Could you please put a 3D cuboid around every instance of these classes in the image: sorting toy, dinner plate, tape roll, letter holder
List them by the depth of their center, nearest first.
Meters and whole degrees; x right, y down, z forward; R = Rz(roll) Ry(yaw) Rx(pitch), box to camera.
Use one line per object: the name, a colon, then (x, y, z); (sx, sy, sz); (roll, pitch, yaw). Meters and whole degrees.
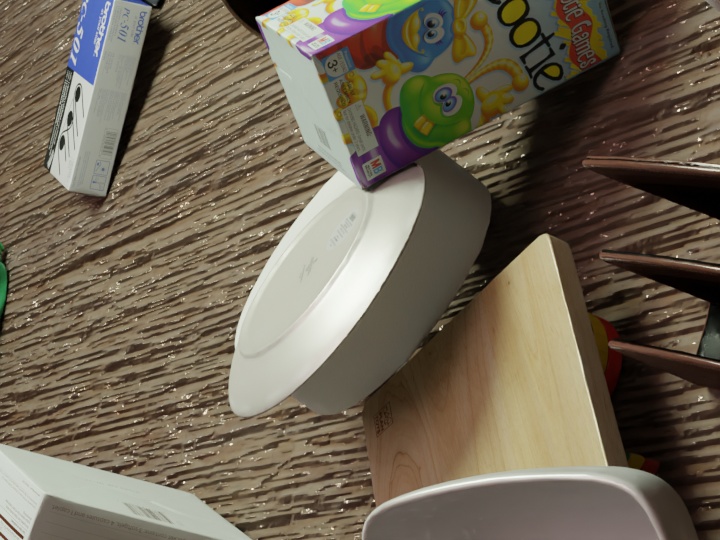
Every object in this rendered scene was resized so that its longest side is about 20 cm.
letter holder: (0.203, 0.009, 0.952); (0.200, 0.142, 0.101); (12, 83, 59)
sorting toy: (0.096, 0.118, 1.134); (0.199, 0.070, 0.200); (-46, 38, 35)
dinner plate: (-0.029, 0.006, 1.202); (0.200, 0.024, 0.200); (-46, 19, 20)
tape roll: (0.000, 0.000, 1.294); (0.202, 0.071, 0.203); (-47, 18, 21)

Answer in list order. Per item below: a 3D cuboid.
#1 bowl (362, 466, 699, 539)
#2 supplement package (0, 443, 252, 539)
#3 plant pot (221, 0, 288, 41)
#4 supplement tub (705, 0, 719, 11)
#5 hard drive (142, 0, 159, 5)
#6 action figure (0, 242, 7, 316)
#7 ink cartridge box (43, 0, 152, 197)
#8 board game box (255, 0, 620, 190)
bowl: (0.110, 0.197, 0.986); (0.200, 0.075, 0.200); (-12, 94, 39)
supplement package: (-0.215, 0.264, 1.431); (0.147, 0.191, 0.200); (23, 94, 60)
plant pot: (-0.043, -0.292, 1.516); (0.187, 0.187, 0.200); (-61, 18, 15)
supplement tub: (0.212, -0.242, 1.084); (0.140, 0.140, 0.200); (-59, 32, 19)
hard drive: (-0.216, -0.379, 1.950); (0.135, 0.042, 0.200); (20, 91, 60)
action figure: (-0.426, 0.056, 2.034); (0.118, 0.055, 0.200); (-23, 50, 55)
ink cartridge box: (-0.268, -0.184, 1.891); (0.094, 0.044, 0.200); (38, 115, 58)
board game box: (0.051, -0.156, 1.227); (0.200, 0.103, 0.105); (-29, 30, -12)
